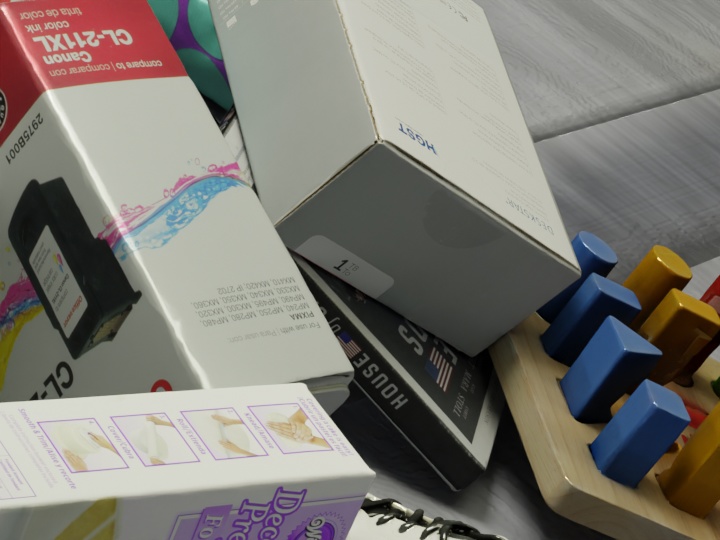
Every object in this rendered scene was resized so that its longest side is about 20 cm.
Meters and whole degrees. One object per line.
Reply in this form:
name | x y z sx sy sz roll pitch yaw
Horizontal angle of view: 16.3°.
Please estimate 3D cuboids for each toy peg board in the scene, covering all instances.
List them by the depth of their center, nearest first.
toy peg board | 0.174 0.056 1.258 0.199 0.098 0.200 25 25 -26

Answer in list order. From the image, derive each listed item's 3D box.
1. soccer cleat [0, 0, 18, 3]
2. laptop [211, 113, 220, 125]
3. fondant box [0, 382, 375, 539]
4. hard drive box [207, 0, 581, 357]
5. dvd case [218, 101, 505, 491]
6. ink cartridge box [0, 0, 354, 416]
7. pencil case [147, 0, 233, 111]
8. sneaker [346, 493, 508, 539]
soccer cleat | -0.189 -0.140 1.328 0.085 0.069 0.200 21 -4 -21
laptop | -0.115 -0.044 1.263 0.177 0.103 0.200 50 1 -10
fondant box | -0.108 0.119 0.923 0.200 0.144 0.058 -3 38 -40
hard drive box | 0.012 -0.079 1.251 0.156 0.077 0.200 32 30 -39
dvd case | 0.000 0.000 1.244 0.200 0.025 0.150 47 23 -11
ink cartridge box | -0.110 0.007 1.056 0.083 0.146 0.200 -8 60 -44
pencil case | -0.093 -0.159 1.467 0.200 0.093 0.085 34 30 19
sneaker | 0.026 0.128 1.084 0.200 0.080 0.074 37 32 25
